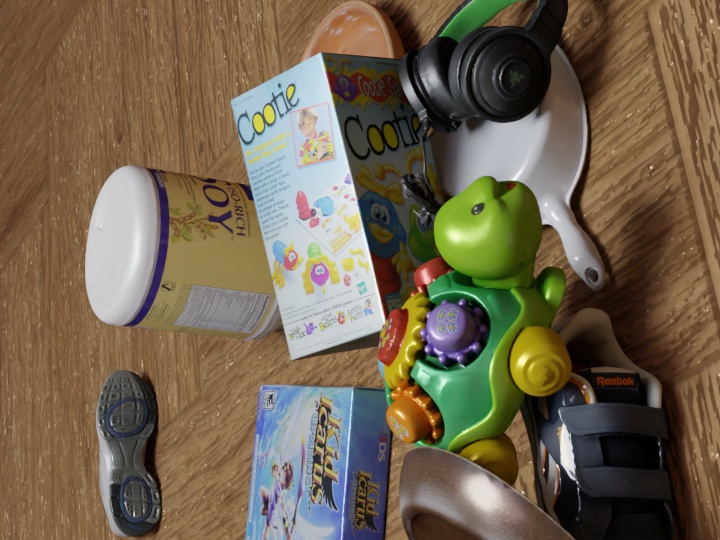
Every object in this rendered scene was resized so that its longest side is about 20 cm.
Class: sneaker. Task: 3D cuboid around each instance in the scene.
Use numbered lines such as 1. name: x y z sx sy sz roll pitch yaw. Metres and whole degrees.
1. sneaker: -0.282 0.216 1.595 0.087 0.074 0.202 140 131 -56
2. sneaker: 0.151 0.112 0.851 0.080 0.078 0.201 119 146 -41

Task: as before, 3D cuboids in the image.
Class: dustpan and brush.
1. dustpan and brush: 0.125 -0.064 0.977 0.140 0.057 0.201 -48 36 27

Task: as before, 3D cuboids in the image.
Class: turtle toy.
1. turtle toy: 0.070 0.036 0.875 0.146 0.100 0.201 -100 32 -67

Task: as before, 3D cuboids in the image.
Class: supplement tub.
1. supplement tub: -0.141 -0.013 1.271 0.145 0.198 0.147 -20 66 57

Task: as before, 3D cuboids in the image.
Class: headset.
1. headset: 0.085 -0.126 0.974 0.123 0.094 0.201 -3 50 54

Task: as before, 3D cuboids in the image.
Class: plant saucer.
1. plant saucer: -0.009 -0.141 1.236 0.200 0.037 0.202 -25 61 57
2. plant saucer: 0.093 0.192 0.844 0.032 0.201 0.200 -45 21 -21

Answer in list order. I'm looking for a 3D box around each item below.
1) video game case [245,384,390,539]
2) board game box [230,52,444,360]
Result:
1. video game case: -0.042 0.202 1.201 0.181 0.045 0.202 -7 77 59
2. board game box: -0.007 -0.047 1.014 0.104 0.103 0.202 -19 81 41
